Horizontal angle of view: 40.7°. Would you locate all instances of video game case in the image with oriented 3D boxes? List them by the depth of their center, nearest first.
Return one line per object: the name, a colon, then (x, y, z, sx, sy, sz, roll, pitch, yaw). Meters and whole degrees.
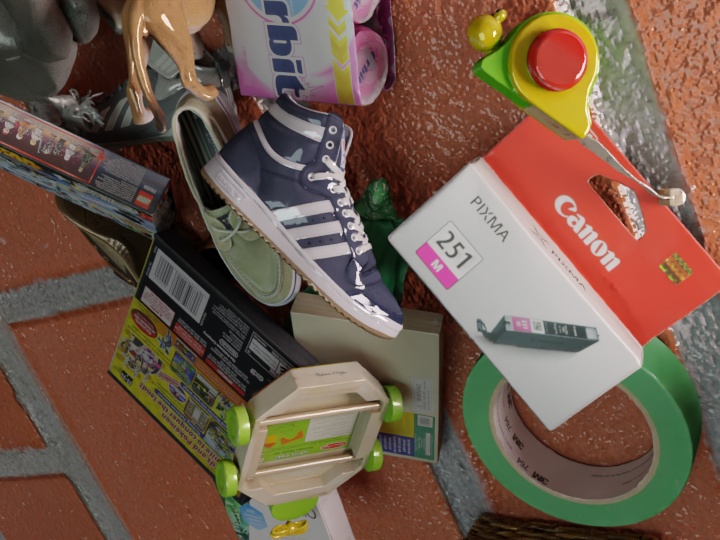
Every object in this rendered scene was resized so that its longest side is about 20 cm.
video game case: (-0.145, 0.091, 0.909, 0.200, 0.025, 0.182, 39, 124, 19)

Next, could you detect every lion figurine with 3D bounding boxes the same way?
lion figurine: (-0.139, -0.202, 0.738, 0.072, 0.201, 0.123, -4, 127, 9)

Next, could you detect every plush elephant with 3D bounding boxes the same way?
plush elephant: (-0.267, -0.231, 0.818, 0.163, 0.156, 0.200, -6, 149, 24)

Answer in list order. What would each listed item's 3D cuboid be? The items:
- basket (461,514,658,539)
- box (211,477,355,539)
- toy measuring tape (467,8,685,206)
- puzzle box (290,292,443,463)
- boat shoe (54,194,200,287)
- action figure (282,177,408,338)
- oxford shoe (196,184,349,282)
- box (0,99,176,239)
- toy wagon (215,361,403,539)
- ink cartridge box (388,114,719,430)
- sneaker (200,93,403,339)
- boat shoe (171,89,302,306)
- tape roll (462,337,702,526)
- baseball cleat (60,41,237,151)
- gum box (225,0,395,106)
basket: (0.184, 0.338, 0.907, 0.198, 0.143, 0.150, -1, 117, 31)
box: (-0.096, 0.197, 0.976, 0.143, 0.036, 0.202, 1, 119, 36)
toy measuring tape: (0.163, -0.125, 0.690, 0.199, 0.074, 0.074, 33, 131, -9)
puzzle box: (0.010, 0.103, 0.892, 0.131, 0.026, 0.201, 8, 138, 11)
boat shoe: (-0.223, -0.019, 0.988, 0.199, 0.072, 0.072, 36, 161, -2)
action figure: (0.000, 0.000, 0.847, 0.117, 0.055, 0.201, 8, 136, -7)
oxford shoe: (-0.087, -0.028, 0.889, 0.199, 0.071, 0.072, -31, 99, 38)
box: (-0.267, -0.094, 0.886, 0.198, 0.040, 0.137, 25, 169, -5)
toy wagon: (-0.052, 0.163, 0.864, 0.040, 0.154, 0.201, 61, 145, 41)
ink cartridge box: (0.148, -0.007, 0.737, 0.173, 0.044, 0.200, -42, 88, 25)
sneaker: (-0.018, -0.047, 0.748, 0.200, 0.070, 0.109, 44, 95, 1)
boat shoe: (-0.110, -0.054, 0.819, 0.071, 0.062, 0.202, -19, 107, 19)
tape roll: (0.188, 0.127, 0.837, 0.199, 0.048, 0.202, 15, 125, 23)
baseball cleat: (-0.197, -0.160, 0.886, 0.198, 0.070, 0.108, 1, 105, 25)
gum box: (-0.042, -0.224, 0.740, 0.112, 0.066, 0.202, 11, 124, 27)
